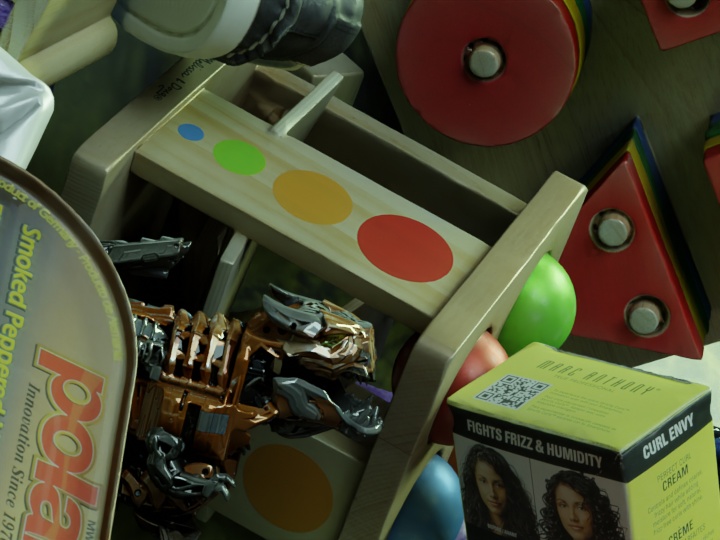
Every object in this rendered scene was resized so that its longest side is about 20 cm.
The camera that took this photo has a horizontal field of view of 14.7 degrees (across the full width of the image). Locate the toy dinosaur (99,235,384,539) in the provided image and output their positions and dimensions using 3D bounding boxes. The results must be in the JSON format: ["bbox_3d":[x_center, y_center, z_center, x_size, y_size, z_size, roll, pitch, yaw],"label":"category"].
[{"bbox_3d":[-0.092,0.060,0.862,0.102,0.199,0.137,-28,112,-64],"label":"toy dinosaur"}]

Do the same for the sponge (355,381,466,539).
[{"bbox_3d":[0.037,0.137,1.010,0.111,0.030,0.201,16,47,-35],"label":"sponge"}]

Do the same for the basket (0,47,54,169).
[{"bbox_3d":[-0.201,0.005,0.791,0.135,0.123,0.201,36,56,-15],"label":"basket"}]

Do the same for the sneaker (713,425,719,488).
[{"bbox_3d":[0.122,0.093,1.062,0.076,0.078,0.200,65,21,2],"label":"sneaker"}]

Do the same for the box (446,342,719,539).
[{"bbox_3d":[0.079,0.127,0.889,0.050,0.075,0.201,-30,123,-40],"label":"box"}]

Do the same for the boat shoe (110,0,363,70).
[{"bbox_3d":[-0.068,-0.120,0.950,0.060,0.074,0.200,10,15,-36],"label":"boat shoe"}]

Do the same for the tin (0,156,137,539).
[{"bbox_3d":[-0.117,0.053,0.701,0.111,0.042,0.201,19,49,-16],"label":"tin"}]

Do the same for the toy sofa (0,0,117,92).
[{"bbox_3d":[-0.168,-0.123,0.873,0.199,0.098,0.083,33,20,5],"label":"toy sofa"}]

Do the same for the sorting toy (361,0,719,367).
[{"bbox_3d":[0.111,-0.057,1.050,0.070,0.198,0.201,-64,134,-64],"label":"sorting toy"}]

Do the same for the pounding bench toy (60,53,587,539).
[{"bbox_3d":[0.000,0.000,0.977,0.155,0.125,0.200,28,37,11],"label":"pounding bench toy"}]
